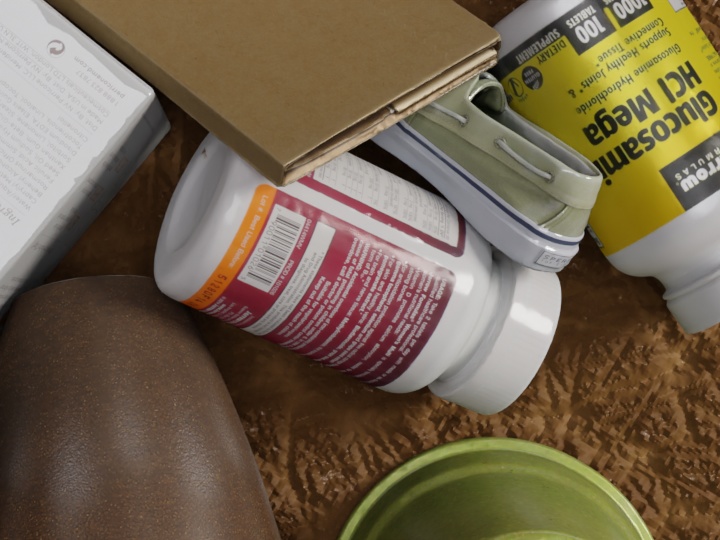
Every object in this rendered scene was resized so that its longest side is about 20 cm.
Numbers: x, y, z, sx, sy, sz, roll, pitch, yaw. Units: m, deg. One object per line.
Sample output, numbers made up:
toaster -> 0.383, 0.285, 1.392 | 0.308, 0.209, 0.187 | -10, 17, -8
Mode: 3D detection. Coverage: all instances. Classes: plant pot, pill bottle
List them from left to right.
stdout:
plant pot -> -0.133, 0.110, 0.979 | 0.187, 0.187, 0.200 | -7, 74, -3
pill bottle -> 0.000, 0.000, 0.991 | 0.200, 0.110, 0.110 | 25, 87, -20
plant pot -> 0.081, 0.191, 0.969 | 0.200, 0.184, 0.200 | 0, 87, -2
pill bottle -> 0.160, -0.070, 1.018 | 0.112, 0.112, 0.200 | -34, 89, -3

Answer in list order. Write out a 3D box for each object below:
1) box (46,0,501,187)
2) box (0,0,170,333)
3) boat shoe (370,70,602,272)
box -> -0.051, -0.137, 0.979 | 0.163, 0.021, 0.200 | -33, 60, -33
box -> -0.206, -0.042, 0.981 | 0.106, 0.152, 0.200 | 40, 86, -1
boat shoe -> 0.056, -0.079, 1.003 | 0.200, 0.072, 0.062 | 43, 115, 28
